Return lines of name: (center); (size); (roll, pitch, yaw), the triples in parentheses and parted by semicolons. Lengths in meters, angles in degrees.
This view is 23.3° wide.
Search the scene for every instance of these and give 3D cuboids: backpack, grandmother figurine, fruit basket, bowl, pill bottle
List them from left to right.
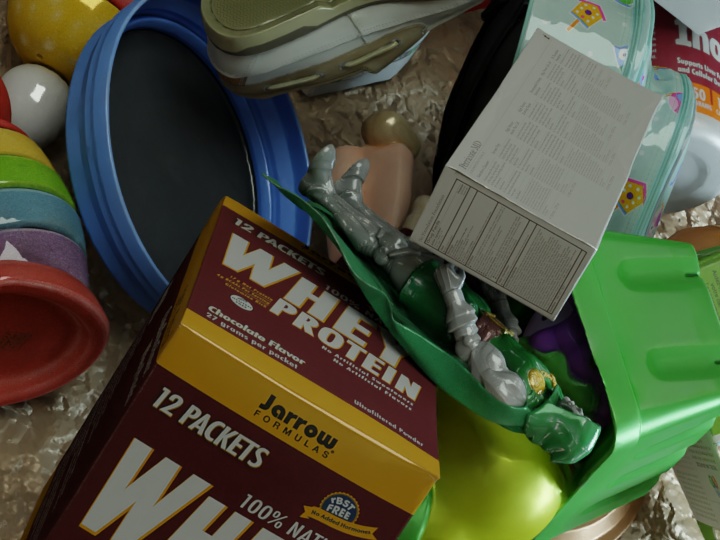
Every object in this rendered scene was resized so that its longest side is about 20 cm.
bowl: (-0.098, -0.063, 1.024); (0.200, 0.039, 0.203); (28, 56, -52)
grandmother figurine: (0.000, 0.000, 1.046); (0.060, 0.122, 0.201); (21, 41, -17)
fruit basket: (0.085, 0.081, 0.963); (0.213, 0.216, 0.157); (-1, 63, -29)
backpack: (0.125, -0.089, 1.081); (0.151, 0.202, 0.176); (12, 22, 4)
pill bottle: (0.209, -0.151, 1.256); (0.112, 0.113, 0.202); (15, 56, -20)

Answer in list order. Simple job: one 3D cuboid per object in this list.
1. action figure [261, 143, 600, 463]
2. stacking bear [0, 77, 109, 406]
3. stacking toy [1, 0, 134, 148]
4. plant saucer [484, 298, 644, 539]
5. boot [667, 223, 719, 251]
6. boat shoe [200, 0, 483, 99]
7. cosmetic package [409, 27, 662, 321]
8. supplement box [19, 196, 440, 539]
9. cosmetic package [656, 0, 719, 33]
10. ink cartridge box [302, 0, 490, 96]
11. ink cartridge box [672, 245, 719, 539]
action figure: (0.044, 0.020, 0.866); (0.200, 0.055, 0.118); (47, 15, 21)
stacking bear: (-0.215, -0.037, 0.962); (0.113, 0.121, 0.202); (12, 47, -46)
stacking toy: (-0.169, -0.163, 1.064); (0.145, 0.146, 0.202); (29, 68, -10)
plant saucer: (0.101, 0.089, 1.108); (0.198, 0.032, 0.202); (14, 56, -21)
boot: (0.255, 0.065, 1.188); (0.153, 0.074, 0.201); (-15, 67, -30)
boat shoe: (0.004, -0.158, 1.028); (0.198, 0.069, 0.075); (-16, 56, -8)
cosmetic package: (0.094, -0.055, 0.897); (0.082, 0.051, 0.200); (31, 32, 3)
supplement box: (-0.070, 0.104, 0.849); (0.132, 0.201, 0.198); (31, 16, -8)
cosmetic package: (0.183, -0.243, 1.140); (0.199, 0.050, 0.083); (28, 61, -34)
ink cartridge box: (0.062, -0.195, 1.169); (0.198, 0.161, 0.050); (-15, 67, -34)
ink cartridge box: (0.231, 0.090, 1.073); (0.075, 0.148, 0.202); (-22, 89, -4)
